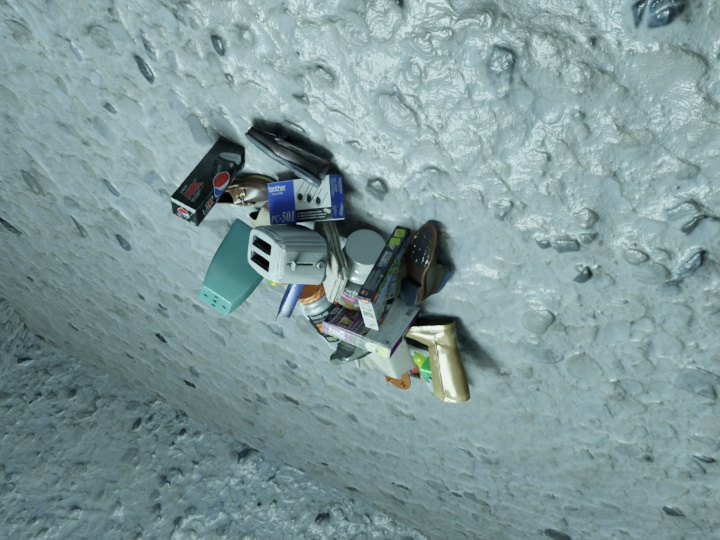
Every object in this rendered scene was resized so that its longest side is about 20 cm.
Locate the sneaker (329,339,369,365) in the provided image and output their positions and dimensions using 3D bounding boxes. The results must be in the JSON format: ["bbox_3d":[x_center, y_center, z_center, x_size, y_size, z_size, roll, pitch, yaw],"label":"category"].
[{"bbox_3d":[-0.025,0.172,1.745,0.199,0.075,0.116,-38,69,52],"label":"sneaker"}]

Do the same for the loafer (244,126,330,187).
[{"bbox_3d":[-0.150,-0.249,1.434,0.199,0.063,0.072,35,179,12],"label":"loafer"}]

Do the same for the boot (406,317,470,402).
[{"bbox_3d":[0.179,0.224,1.711,0.174,0.066,0.203,-1,105,41],"label":"boot"}]

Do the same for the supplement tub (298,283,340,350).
[{"bbox_3d":[-0.081,0.106,1.806,0.121,0.123,0.201,-1,137,42],"label":"supplement tub"}]

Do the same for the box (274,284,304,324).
[{"bbox_3d":[-0.155,0.030,1.674,0.032,0.122,0.202,23,115,-9],"label":"box"}]

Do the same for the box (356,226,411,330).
[{"bbox_3d":[0.058,0.016,1.478,0.034,0.201,0.111,15,146,24],"label":"box"}]

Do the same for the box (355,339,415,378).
[{"bbox_3d":[0.053,0.218,1.788,0.199,0.068,0.083,1,117,61],"label":"box"}]

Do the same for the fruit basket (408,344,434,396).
[{"bbox_3d":[0.167,0.265,1.849,0.198,0.094,0.186,12,145,34],"label":"fruit basket"}]

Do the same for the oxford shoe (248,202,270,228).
[{"bbox_3d":[-0.205,-0.126,1.636,0.199,0.071,0.074,-16,119,48],"label":"oxford shoe"}]

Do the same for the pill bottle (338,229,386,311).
[{"bbox_3d":[0.000,0.000,1.589,0.115,0.117,0.201,26,149,8],"label":"pill bottle"}]

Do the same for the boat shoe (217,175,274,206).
[{"bbox_3d":[-0.279,-0.180,1.623,0.198,0.071,0.071,5,140,35],"label":"boat shoe"}]

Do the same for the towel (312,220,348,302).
[{"bbox_3d":[-0.074,-0.039,1.552,0.034,0.202,0.133,-7,152,-18],"label":"towel"}]

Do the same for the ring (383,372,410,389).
[{"bbox_3d":[0.068,0.254,1.917,0.200,0.019,0.202,44,155,27],"label":"ring"}]

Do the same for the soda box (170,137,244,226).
[{"bbox_3d":[-0.334,-0.198,1.515,0.070,0.201,0.064,26,150,6],"label":"soda box"}]

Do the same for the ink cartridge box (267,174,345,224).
[{"bbox_3d":[-0.121,-0.153,1.501,0.198,0.044,0.096,0,96,42],"label":"ink cartridge box"}]

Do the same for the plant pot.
[{"bbox_3d":[-0.329,0.004,1.802,0.140,0.201,0.142,32,149,-4],"label":"plant pot"}]

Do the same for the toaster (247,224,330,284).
[{"bbox_3d":[-0.163,-0.041,1.508,0.199,0.128,0.115,32,116,51],"label":"toaster"}]

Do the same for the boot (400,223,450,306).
[{"bbox_3d":[0.151,-0.020,1.492,0.075,0.096,0.202,41,130,35],"label":"boot"}]

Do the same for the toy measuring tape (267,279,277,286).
[{"bbox_3d":[-0.183,-0.022,1.785,0.073,0.074,0.200,33,131,-5],"label":"toy measuring tape"}]

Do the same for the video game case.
[{"bbox_3d":[0.029,0.117,1.657,0.179,0.200,0.036,21,124,16],"label":"video game case"}]
